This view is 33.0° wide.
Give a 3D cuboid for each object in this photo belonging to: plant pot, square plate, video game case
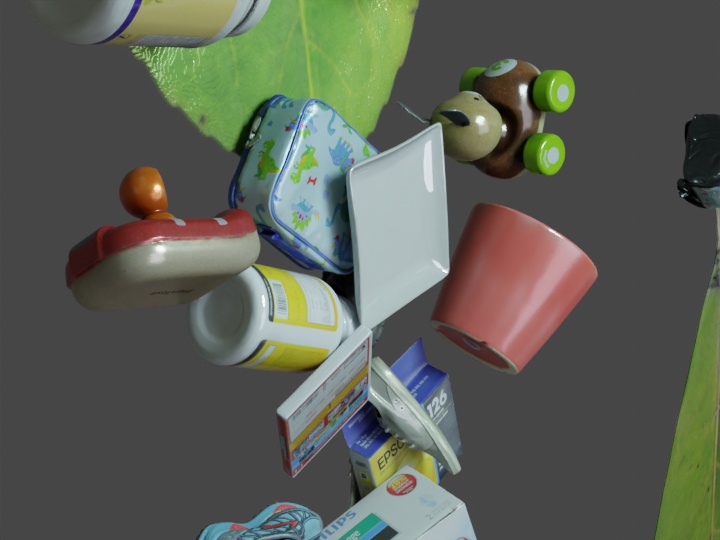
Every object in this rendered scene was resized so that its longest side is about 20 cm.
[{"bbox_3d":[0.198,0.032,1.676,0.178,0.200,0.200,-58,140,-10],"label":"plant pot"},{"bbox_3d":[0.042,-0.055,1.425,0.200,0.028,0.199,-32,125,-49],"label":"square plate"},{"bbox_3d":[-0.040,0.155,1.415,0.143,0.017,0.200,-45,161,-21],"label":"video game case"}]

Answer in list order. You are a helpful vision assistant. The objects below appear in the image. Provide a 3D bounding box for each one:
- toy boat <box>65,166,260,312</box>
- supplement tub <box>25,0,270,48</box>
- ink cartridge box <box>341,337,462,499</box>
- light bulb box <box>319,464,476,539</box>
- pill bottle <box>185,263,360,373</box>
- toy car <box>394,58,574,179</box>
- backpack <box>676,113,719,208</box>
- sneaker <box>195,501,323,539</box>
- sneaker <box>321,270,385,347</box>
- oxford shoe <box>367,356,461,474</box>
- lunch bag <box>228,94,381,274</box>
[{"bbox_3d":[-0.196,-0.039,1.183,0.200,0.130,0.131,-4,72,-50],"label":"toy boat"},{"bbox_3d":[-0.186,-0.273,1.089,0.200,0.145,0.146,-12,109,-52],"label":"supplement tub"},{"bbox_3d":[0.062,0.228,1.651,0.198,0.047,0.200,-42,132,-39],"label":"ink cartridge box"},{"bbox_3d":[0.051,0.399,1.561,0.198,0.125,0.200,-34,123,-23],"label":"light bulb box"},{"bbox_3d":[-0.089,0.055,1.339,0.200,0.112,0.112,14,88,-54],"label":"pill bottle"},{"bbox_3d":[0.145,-0.203,1.564,0.200,0.164,0.158,4,96,-41],"label":"toy car"},{"bbox_3d":[0.685,-0.189,2.314,0.200,0.126,0.167,39,65,-54],"label":"backpack"},{"bbox_3d":[-0.099,0.329,1.413,0.200,0.095,0.080,-7,105,-53],"label":"sneaker"},{"bbox_3d":[0.000,0.000,1.483,0.091,0.076,0.200,22,79,-46],"label":"sneaker"},{"bbox_3d":[0.060,0.197,1.579,0.058,0.075,0.200,-41,112,-1],"label":"oxford shoe"},{"bbox_3d":[-0.056,-0.092,1.369,0.200,0.082,0.161,37,68,-52],"label":"lunch bag"}]
